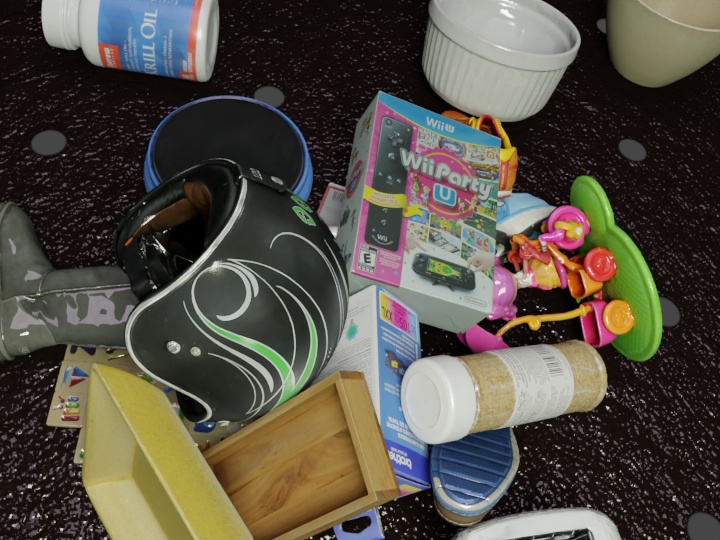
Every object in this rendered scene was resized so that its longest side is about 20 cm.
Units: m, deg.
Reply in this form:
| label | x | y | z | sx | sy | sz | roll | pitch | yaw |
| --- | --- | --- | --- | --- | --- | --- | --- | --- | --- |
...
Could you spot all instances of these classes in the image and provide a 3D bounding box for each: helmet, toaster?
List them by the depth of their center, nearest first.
| label | x | y | z | sx | sy | sz | roll | pitch | yaw |
| --- | --- | --- | --- | --- | --- | --- | --- | --- | --- |
| toaster | 0.131 | 0.266 | 0.640 | 0.196 | 0.130 | 0.115 | -3 | 56 | -11 |
| helmet | -0.104 | 0.026 | 0.655 | 0.197 | 0.191 | 0.202 | -22 | 42 | 21 |

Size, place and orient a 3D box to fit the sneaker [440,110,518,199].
| label | x | y | z | sx | sy | sz | roll | pitch | yaw |
| --- | --- | --- | --- | --- | --- | --- | --- | --- | --- |
| sneaker | 0.143 | -0.157 | 0.931 | 0.072 | 0.078 | 0.201 | -2 | 30 | -16 |

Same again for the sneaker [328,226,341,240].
| label | x | y | z | sx | sy | sz | roll | pitch | yaw |
| --- | --- | --- | --- | --- | --- | --- | --- | --- | --- |
| sneaker | -0.074 | -0.028 | 0.813 | 0.196 | 0.077 | 0.114 | -11 | 35 | -16 |

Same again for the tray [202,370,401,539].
| label | x | y | z | sx | sy | sz | roll | pitch | yaw |
| --- | --- | --- | --- | --- | --- | --- | --- | --- | --- |
| tray | -0.063 | 0.170 | 0.636 | 0.037 | 0.199 | 0.100 | 10 | 54 | -50 |

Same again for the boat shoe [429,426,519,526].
| label | x | y | z | sx | sy | sz | roll | pitch | yaw |
| --- | --- | --- | --- | --- | --- | --- | --- | --- | --- |
| boat shoe | 0.100 | 0.171 | 0.686 | 0.071 | 0.074 | 0.200 | 16 | 21 | 13 |

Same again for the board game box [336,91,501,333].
| label | x | y | z | sx | sy | sz | roll | pitch | yaw |
| --- | --- | --- | --- | --- | --- | --- | --- | --- | --- |
| board game box | 0.058 | -0.057 | 0.768 | 0.145 | 0.064 | 0.203 | 17 | 61 | -16 |

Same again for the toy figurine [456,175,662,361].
| label | x | y | z | sx | sy | sz | roll | pitch | yaw |
| --- | --- | --- | --- | --- | --- | --- | --- | --- | --- |
| toy figurine | 0.181 | 0.023 | 0.802 | 0.181 | 0.150 | 0.204 | -17 | 87 | -8 |

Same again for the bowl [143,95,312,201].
| label | x | y | z | sx | sy | sz | roll | pitch | yaw |
| --- | --- | --- | --- | --- | --- | --- | --- | --- | --- |
| bowl | -0.153 | -0.124 | 0.906 | 0.196 | 0.040 | 0.204 | 4 | 56 | -6 |

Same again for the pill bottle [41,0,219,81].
| label | x | y | z | sx | sy | sz | roll | pitch | yaw |
| --- | --- | --- | --- | --- | --- | --- | --- | --- | --- |
| pill bottle | -0.280 | -0.303 | 0.960 | 0.196 | 0.113 | 0.114 | 7 | 55 | -4 |

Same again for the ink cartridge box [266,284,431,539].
| label | x | y | z | sx | sy | sz | roll | pitch | yaw |
| --- | --- | --- | --- | --- | --- | --- | --- | --- | --- |
| ink cartridge box | -0.013 | 0.135 | 0.693 | 0.076 | 0.135 | 0.203 | 32 | 44 | -38 |

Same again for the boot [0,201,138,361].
| label | x | y | z | sx | sy | sz | roll | pitch | yaw |
| --- | --- | --- | --- | --- | --- | --- | --- | --- | --- |
| boot | -0.264 | 0.005 | 0.777 | 0.196 | 0.073 | 0.185 | -9 | 69 | -5 |

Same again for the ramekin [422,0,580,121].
| label | x | y | z | sx | sy | sz | roll | pitch | yaw |
| --- | --- | --- | --- | --- | --- | --- | --- | --- | --- |
| ramekin | 0.172 | -0.280 | 1.003 | 0.196 | 0.106 | 0.202 | 10 | 41 | -8 |

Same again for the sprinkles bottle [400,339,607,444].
| label | x | y | z | sx | sy | sz | roll | pitch | yaw |
| --- | --- | --- | --- | --- | --- | --- | --- | --- | --- |
| sprinkles bottle | 0.129 | 0.102 | 0.677 | 0.197 | 0.068 | 0.069 | -2 | 54 | -36 |

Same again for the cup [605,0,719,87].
| label | x | y | z | sx | sy | sz | roll | pitch | yaw |
| --- | --- | --- | --- | --- | --- | --- | --- | --- | --- |
| cup | 0.424 | -0.345 | 1.087 | 0.196 | 0.144 | 0.203 | 5 | 55 | -7 |

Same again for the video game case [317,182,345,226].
| label | x | y | z | sx | sy | sz | roll | pitch | yaw |
| --- | --- | --- | --- | --- | --- | --- | --- | --- | --- |
| video game case | 0.000 | 0.000 | 0.862 | 0.141 | 0.018 | 0.202 | 18 | 55 | 3 |

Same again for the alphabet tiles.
| label | x | y | z | sx | sy | sz | roll | pitch | yaw |
| --- | --- | --- | --- | --- | --- | --- | --- | --- | --- |
| alphabet tiles | -0.195 | 0.112 | 0.762 | 0.196 | 0.006 | 0.169 | 5 | 55 | -6 |

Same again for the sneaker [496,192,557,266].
| label | x | y | z | sx | sy | sz | roll | pitch | yaw |
| --- | --- | --- | --- | --- | --- | --- | --- | --- | --- |
| sneaker | 0.137 | -0.046 | 0.894 | 0.197 | 0.079 | 0.090 | -10 | 40 | -26 |

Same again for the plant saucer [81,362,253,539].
| label | x | y | z | sx | sy | sz | roll | pitch | yaw |
| --- | --- | --- | --- | --- | --- | --- | --- | --- | --- |
| plant saucer | -0.150 | 0.192 | 0.606 | 0.048 | 0.201 | 0.201 | -22 | 62 | -36 |
